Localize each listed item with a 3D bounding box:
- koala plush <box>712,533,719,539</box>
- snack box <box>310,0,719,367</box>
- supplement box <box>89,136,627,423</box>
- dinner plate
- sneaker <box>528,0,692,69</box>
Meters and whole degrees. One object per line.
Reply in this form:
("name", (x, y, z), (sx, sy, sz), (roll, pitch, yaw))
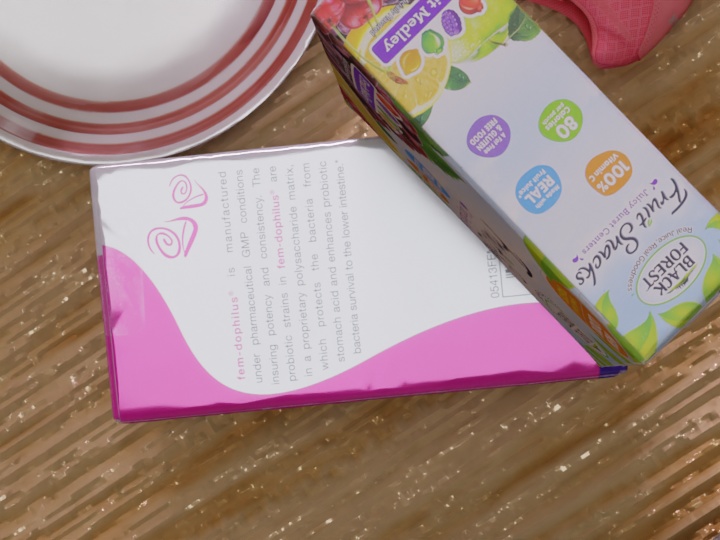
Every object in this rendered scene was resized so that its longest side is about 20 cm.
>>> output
("koala plush", (0.112, 0.189, 0.839), (0.199, 0.184, 0.179), (-15, 89, -8))
("snack box", (0.054, -0.034, 0.718), (0.053, 0.200, 0.142), (-45, 86, 0))
("supplement box", (0.000, 0.000, 0.871), (0.199, 0.103, 0.102), (-5, 89, 2))
("dinner plate", (-0.107, -0.145, 0.919), (0.199, 0.024, 0.202), (0, 90, 4))
("sneaker", (0.054, -0.158, 0.883), (0.200, 0.074, 0.087), (36, 93, 3))
